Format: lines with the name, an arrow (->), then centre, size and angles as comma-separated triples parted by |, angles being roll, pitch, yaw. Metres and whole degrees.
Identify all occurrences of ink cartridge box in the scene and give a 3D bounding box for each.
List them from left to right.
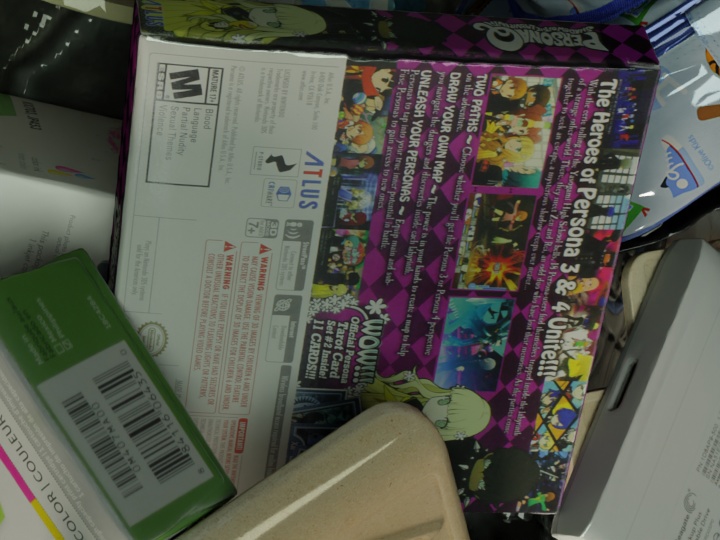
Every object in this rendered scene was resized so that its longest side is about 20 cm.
ink cartridge box -> -0.143, 0.089, 0.928 | 0.200, 0.059, 0.104 | -39, 82, 40
ink cartridge box -> -0.080, -0.012, 0.996 | 0.199, 0.117, 0.068 | 12, 107, -16

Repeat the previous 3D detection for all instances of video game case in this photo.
video game case -> 0.000, 0.000, 0.916 | 0.180, 0.036, 0.201 | 2, 124, -9

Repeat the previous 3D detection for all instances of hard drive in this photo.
hard drive -> 0.173, 0.095, 1.037 | 0.200, 0.027, 0.132 | 36, 68, -29

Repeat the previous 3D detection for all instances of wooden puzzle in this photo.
wooden puzzle -> -0.040, 0.146, 0.944 | 0.185, 0.046, 0.200 | -34, 143, -12

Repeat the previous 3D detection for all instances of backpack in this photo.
backpack -> 0.122, -0.105, 0.974 | 0.190, 0.200, 0.154 | -41, 106, 12

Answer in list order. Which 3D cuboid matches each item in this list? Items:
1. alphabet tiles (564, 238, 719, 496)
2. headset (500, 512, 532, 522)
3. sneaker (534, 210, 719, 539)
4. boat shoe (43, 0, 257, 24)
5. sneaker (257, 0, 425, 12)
alphabet tiles -> 0.160, 0.083, 1.053 | 0.199, 0.015, 0.197 | -10, 94, -36
headset -> 0.028, 0.147, 1.083 | 0.123, 0.094, 0.201 | 16, 116, -16
sneaker -> 0.132, 0.058, 1.087 | 0.087, 0.075, 0.201 | 11, 106, -19
boat shoe -> -0.126, -0.145, 0.951 | 0.199, 0.075, 0.069 | 19, 104, -2
sneaker -> -0.019, -0.125, 1.001 | 0.080, 0.077, 0.201 | 3, 113, 12
